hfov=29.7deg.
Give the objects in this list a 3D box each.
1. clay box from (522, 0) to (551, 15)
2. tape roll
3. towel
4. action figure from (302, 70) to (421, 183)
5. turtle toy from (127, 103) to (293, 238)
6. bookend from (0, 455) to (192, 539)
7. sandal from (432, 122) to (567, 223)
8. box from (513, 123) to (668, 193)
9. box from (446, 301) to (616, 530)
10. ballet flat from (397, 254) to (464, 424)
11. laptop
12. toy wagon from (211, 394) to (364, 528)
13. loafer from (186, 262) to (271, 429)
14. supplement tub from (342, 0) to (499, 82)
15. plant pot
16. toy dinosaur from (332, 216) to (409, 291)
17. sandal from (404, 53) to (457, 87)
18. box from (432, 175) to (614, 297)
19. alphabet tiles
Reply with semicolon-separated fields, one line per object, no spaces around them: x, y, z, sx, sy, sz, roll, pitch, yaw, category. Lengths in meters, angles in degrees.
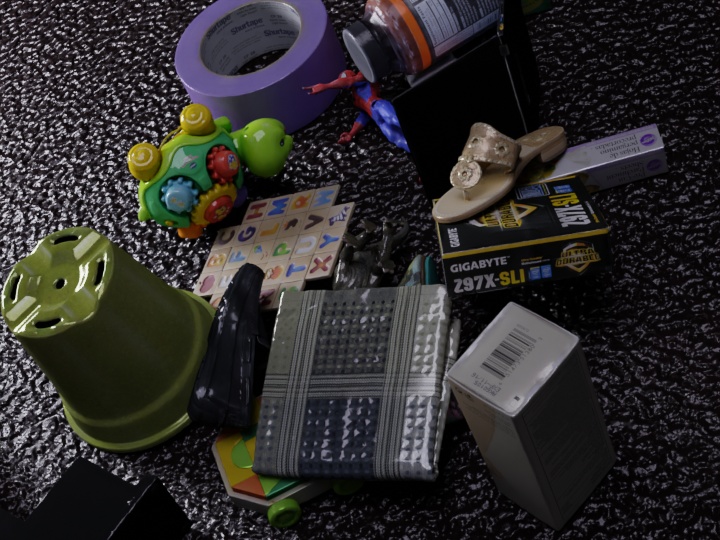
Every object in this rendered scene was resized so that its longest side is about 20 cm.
0.129;-0.352;1.687;0.199;0.048;0.115;-14;51;12;clay box
-0.123;-0.260;1.687;0.199;0.085;0.201;-10;50;12;tape roll
-0.003;0.107;1.309;0.192;0.035;0.201;-3;63;23;towel
0.007;-0.170;1.570;0.099;0.065;0.200;-22;46;-16;action figure
-0.171;-0.114;1.563;0.200;0.146;0.101;-38;69;-12;turtle toy
-0.308;0.267;1.323;0.199;0.092;0.199;19;60;34;bookend
0.135;-0.123;1.398;0.077;0.070;0.211;1;27;45;sandal
0.226;-0.104;1.452;0.199;0.042;0.039;-15;48;8;box
0.153;0.130;1.180;0.078;0.200;0.095;30;66;36;box
0.061;0.070;1.361;0.071;0.069;0.201;-23;51;11;ballet flat
0.121;-0.197;1.469;0.115;0.188;0.201;-5;51;16;laptop
-0.047;0.158;1.345;0.199;0.040;0.155;-27;48;-1;toy wagon
-0.122;0.078;1.385;0.070;0.068;0.201;19;48;-8;loafer
0.080;-0.298;1.570;0.199;0.107;0.107;-32;48;-7;supplement tub
-0.267;0.059;1.401;0.199;0.184;0.201;-13;53;18;plant pot
0.000;0.000;1.425;0.077;0.102;0.200;24;37;-8;toy dinosaur
0.100;-0.206;1.570;0.079;0.059;0.207;-27;23;7;sandal
0.155;-0.037;1.345;0.159;0.050;0.200;-8;18;4;box
-0.097;-0.021;1.495;0.199;0.006;0.167;-9;48;36;alphabet tiles
